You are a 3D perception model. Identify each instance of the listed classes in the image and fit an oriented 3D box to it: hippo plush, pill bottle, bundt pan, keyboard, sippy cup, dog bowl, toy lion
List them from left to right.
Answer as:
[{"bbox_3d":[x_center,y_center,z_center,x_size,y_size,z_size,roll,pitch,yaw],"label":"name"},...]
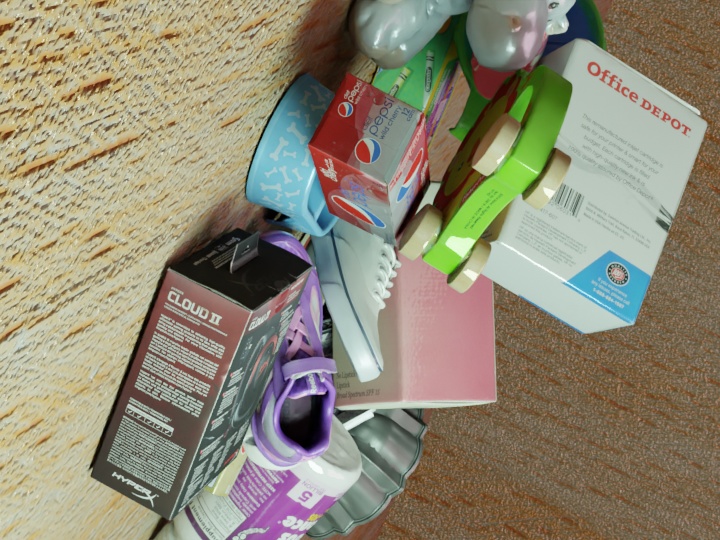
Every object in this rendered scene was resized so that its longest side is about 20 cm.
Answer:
[{"bbox_3d":[-0.100,0.212,1.546,0.200,0.112,0.112,-46,176,18],"label":"pill bottle"},{"bbox_3d":[-0.073,0.174,1.633,0.198,0.011,0.056,-28,-169,1],"label":"keyboard"},{"bbox_3d":[-0.039,-0.087,1.387,0.112,0.049,0.200,-64,171,-6],"label":"dog bowl"},{"bbox_3d":[-0.030,0.182,1.824,0.076,0.201,0.203,47,61,-33],"label":"bundt pan"},{"bbox_3d":[0.096,-0.230,1.413,0.201,0.159,0.160,-58,169,-31],"label":"hippo plush"},{"bbox_3d":[0.110,-0.094,1.357,0.200,0.068,0.193,-50,-168,50],"label":"toy lion"},{"bbox_3d":[0.150,-0.200,1.571,0.176,0.141,0.130,-19,175,-4],"label":"sippy cup"}]

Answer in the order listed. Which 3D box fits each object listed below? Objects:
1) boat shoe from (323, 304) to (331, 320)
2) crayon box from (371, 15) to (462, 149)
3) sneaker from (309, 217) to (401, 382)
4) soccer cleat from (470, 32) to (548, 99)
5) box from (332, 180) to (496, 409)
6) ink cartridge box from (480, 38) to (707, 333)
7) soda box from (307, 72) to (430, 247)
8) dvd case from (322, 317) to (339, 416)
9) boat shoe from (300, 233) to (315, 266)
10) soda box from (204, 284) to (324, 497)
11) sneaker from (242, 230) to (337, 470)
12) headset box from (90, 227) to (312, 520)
[{"bbox_3d":[-0.037,0.053,1.694,0.200,0.070,0.073,-42,157,-60],"label":"boat shoe"},{"bbox_3d":[0.054,-0.183,1.622,0.202,0.058,0.119,-67,170,18],"label":"crayon box"},{"bbox_3d":[0.000,0.000,1.461,0.073,0.070,0.202,69,6,-58],"label":"sneaker"},{"bbox_3d":[0.153,-0.244,1.482,0.076,0.066,0.202,2,105,-61],"label":"soccer cleat"},{"bbox_3d":[0.047,0.025,1.564,0.127,0.108,0.203,-13,-103,58],"label":"box"},{"bbox_3d":[0.190,-0.070,1.442,0.084,0.145,0.202,-22,-139,65],"label":"ink cartridge box"},{"bbox_3d":[0.010,-0.081,1.303,0.064,0.069,0.200,-61,171,-10],"label":"soda box"},{"bbox_3d":[-0.054,0.113,1.667,0.148,0.016,0.201,-17,147,-41],"label":"dvd case"},{"bbox_3d":[-0.016,-0.025,1.644,0.201,0.062,0.072,-56,170,-37],"label":"boat shoe"},{"bbox_3d":[-0.102,0.091,1.464,0.202,0.063,0.068,-63,171,-6],"label":"soda box"},{"bbox_3d":[-0.056,0.069,1.387,0.088,0.080,0.203,-169,-106,-68],"label":"sneaker"},{"bbox_3d":[-0.115,0.066,1.289,0.202,0.074,0.149,-67,170,19],"label":"headset box"}]
